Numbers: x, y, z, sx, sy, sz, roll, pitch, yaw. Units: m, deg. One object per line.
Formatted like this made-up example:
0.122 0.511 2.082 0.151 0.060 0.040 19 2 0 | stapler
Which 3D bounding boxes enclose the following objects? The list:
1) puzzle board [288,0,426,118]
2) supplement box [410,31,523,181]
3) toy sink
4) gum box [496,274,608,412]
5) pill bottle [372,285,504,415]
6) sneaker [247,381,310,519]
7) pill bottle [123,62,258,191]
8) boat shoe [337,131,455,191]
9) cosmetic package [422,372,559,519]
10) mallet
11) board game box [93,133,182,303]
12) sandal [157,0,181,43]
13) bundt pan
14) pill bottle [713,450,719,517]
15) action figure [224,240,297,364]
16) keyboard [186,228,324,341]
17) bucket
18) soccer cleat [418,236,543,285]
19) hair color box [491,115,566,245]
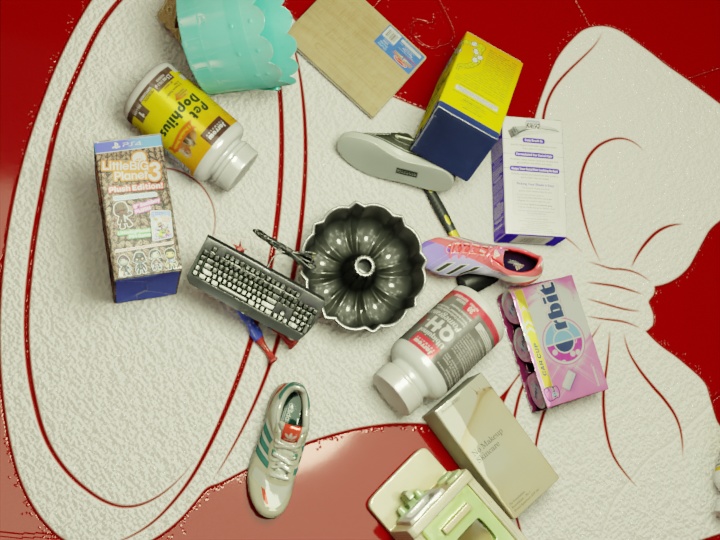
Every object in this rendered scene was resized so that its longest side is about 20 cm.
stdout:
-0.009 -0.368 1.758 0.200 0.017 0.151 42 70 -2 | puzzle board
0.170 -0.263 1.692 0.109 0.109 0.201 28 49 -6 | supplement box
0.128 0.372 1.563 0.130 0.112 0.200 -41 88 -19 | toy sink
0.303 0.111 1.690 0.112 0.066 0.203 -14 80 -17 | gum box
0.116 0.125 1.620 0.200 0.111 0.111 -41 88 -19 | pill bottle
-0.116 0.256 1.542 0.069 0.093 0.203 15 74 -9 | sneaker
-0.254 -0.213 1.612 0.199 0.109 0.110 40 71 -2 | pill bottle
0.060 -0.186 1.708 0.197 0.071 0.064 19 52 -5 | boat shoe
0.198 0.270 1.626 0.103 0.073 0.201 -37 88 -18 | cosmetic package
0.144 -0.052 1.712 0.065 0.041 0.201 -33 81 -16 | mallet
-0.323 -0.072 1.536 0.095 0.159 0.203 -8 78 -15 | board game box
-0.288 -0.415 1.684 0.069 0.078 0.215 -10 73 5 | sandal
0.000 0.000 1.638 0.199 0.076 0.205 2 78 -11 | bundt pan
0.632 0.304 1.699 0.111 0.112 0.202 23 73 -7 | pill bottle
-0.169 0.038 1.583 0.065 0.099 0.201 -37 85 -19 | action figure
-0.140 0.006 1.547 0.198 0.021 0.128 28 84 -12 | keyboard
-0.185 -0.367 1.610 0.133 0.207 0.210 -10 78 11 | bucket
0.187 -0.021 1.647 0.197 0.077 0.068 11 72 0 | soccer cleat
0.276 -0.147 1.748 0.108 0.065 0.203 3 78 -12 | hair color box
